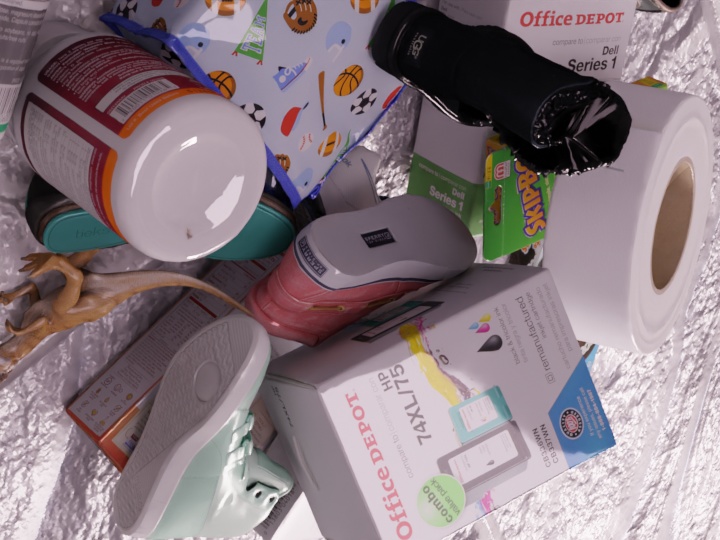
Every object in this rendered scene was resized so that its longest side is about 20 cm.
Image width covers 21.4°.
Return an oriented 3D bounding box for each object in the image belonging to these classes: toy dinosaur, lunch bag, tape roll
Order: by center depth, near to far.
[{"bbox_3d":[-0.054,-0.162,1.334,0.170,0.124,0.200,-50,127,-9],"label":"lunch bag"},{"bbox_3d":[-0.190,0.014,1.353,0.199,0.060,0.106,-21,128,3],"label":"toy dinosaur"},{"bbox_3d":[0.205,-0.041,1.441,0.202,0.071,0.203,-42,139,-52],"label":"tape roll"}]

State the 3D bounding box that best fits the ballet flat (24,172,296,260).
[{"bbox_3d":[-0.140,-0.050,1.338,0.199,0.068,0.068,3,133,-31],"label":"ballet flat"}]

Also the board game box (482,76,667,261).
[{"bbox_3d":[0.165,-0.081,1.504,0.200,0.030,0.096,-24,127,-36],"label":"board game box"}]

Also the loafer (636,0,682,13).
[{"bbox_3d":[0.205,-0.280,1.522,0.072,0.063,0.200,-51,135,-10],"label":"loafer"}]

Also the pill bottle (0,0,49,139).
[{"bbox_3d":[-0.244,-0.187,1.169,0.113,0.113,0.201,10,106,-42],"label":"pill bottle"}]

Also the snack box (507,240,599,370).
[{"bbox_3d":[0.183,-0.004,1.672,0.116,0.037,0.201,3,111,-41],"label":"snack box"}]

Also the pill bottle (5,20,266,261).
[{"bbox_3d":[-0.157,-0.090,1.231,0.109,0.200,0.110,-19,124,-31],"label":"pill bottle"}]

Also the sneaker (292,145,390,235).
[{"bbox_3d":[0.004,-0.008,1.502,0.087,0.074,0.200,-36,132,-26],"label":"sneaker"}]

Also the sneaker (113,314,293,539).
[{"bbox_3d":[-0.090,0.117,1.393,0.118,0.074,0.201,10,123,-36],"label":"sneaker"}]

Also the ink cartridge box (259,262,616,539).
[{"bbox_3d":[0.052,0.102,1.407,0.200,0.146,0.147,-26,101,-19],"label":"ink cartridge box"}]

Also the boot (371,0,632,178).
[{"bbox_3d":[0.120,-0.116,1.335,0.200,0.168,0.077,16,105,-56],"label":"boot"}]

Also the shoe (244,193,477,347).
[{"bbox_3d":[0.000,0.000,1.420,0.091,0.072,0.200,-42,161,33],"label":"shoe"}]

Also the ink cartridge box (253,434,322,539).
[{"bbox_3d":[-0.019,0.164,1.567,0.109,0.050,0.200,-56,158,11],"label":"ink cartridge box"}]

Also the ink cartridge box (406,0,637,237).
[{"bbox_3d":[0.128,-0.140,1.521,0.146,0.084,0.201,-9,119,-37],"label":"ink cartridge box"}]

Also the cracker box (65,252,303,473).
[{"bbox_3d":[-0.112,0.086,1.465,0.200,0.058,0.134,-44,135,-11],"label":"cracker box"}]
